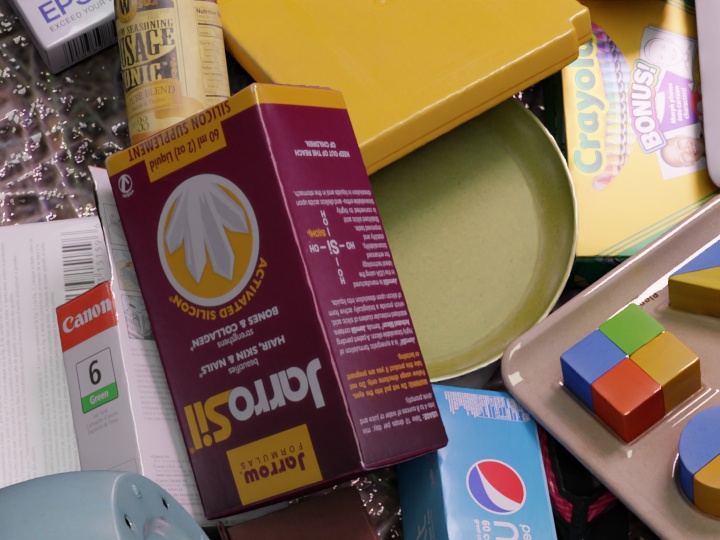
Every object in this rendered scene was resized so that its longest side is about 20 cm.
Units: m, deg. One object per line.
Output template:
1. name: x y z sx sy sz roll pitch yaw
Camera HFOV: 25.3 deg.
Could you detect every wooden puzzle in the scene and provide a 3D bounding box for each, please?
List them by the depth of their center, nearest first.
1. wooden puzzle: 0.200 0.055 0.844 0.185 0.046 0.200 -34 54 -16

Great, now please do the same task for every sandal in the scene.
1. sandal: 0.128 0.099 0.918 0.074 0.045 0.202 14 70 1

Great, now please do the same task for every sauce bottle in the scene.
1. sauce bottle: -0.115 -0.149 0.952 0.065 0.066 0.202 -8 88 -7

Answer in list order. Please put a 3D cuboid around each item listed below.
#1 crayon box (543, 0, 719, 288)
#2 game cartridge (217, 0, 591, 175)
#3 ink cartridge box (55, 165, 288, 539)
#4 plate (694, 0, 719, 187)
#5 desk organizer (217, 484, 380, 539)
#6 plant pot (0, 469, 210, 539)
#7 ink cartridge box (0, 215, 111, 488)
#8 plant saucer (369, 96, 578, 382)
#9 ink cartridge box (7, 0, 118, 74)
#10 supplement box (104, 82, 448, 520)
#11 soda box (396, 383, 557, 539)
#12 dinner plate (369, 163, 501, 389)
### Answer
1. crayon box: 0.175 -0.091 0.981 0.118 0.058 0.202 0 71 -4
2. game cartridge: 0.016 -0.149 0.959 0.175 0.033 0.200 -29 48 -13
3. ink cartridge box: -0.109 0.050 0.888 0.050 0.109 0.202 -26 68 34
4. plate: 0.293 -0.132 0.981 0.198 0.032 0.202 9 69 -24
5. desk organizer: -0.004 0.206 0.792 0.076 0.072 0.201 -17 42 -11
6. plant pot: -0.139 0.188 0.741 0.160 0.201 0.202 -33 75 7
7. ink cartridge box: -0.215 0.077 0.906 0.172 0.044 0.202 -6 72 -5
8. plant saucer: 0.026 -0.026 0.933 0.198 0.031 0.202 -1 69 1
9. ink cartridge box: -0.160 -0.253 1.026 0.195 0.043 0.201 -30 77 -13
10. supplement box: -0.045 0.016 0.842 0.110 0.085 0.202 -22 81 32
11. soda box: 0.065 0.161 0.842 0.064 0.068 0.201 8 49 -15
12. dinner plate: 0.000 0.000 0.957 0.198 0.024 0.202 1 70 -3
